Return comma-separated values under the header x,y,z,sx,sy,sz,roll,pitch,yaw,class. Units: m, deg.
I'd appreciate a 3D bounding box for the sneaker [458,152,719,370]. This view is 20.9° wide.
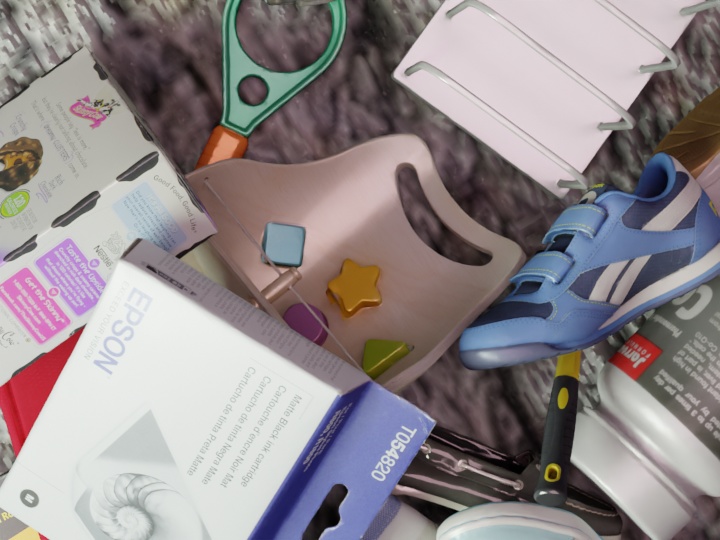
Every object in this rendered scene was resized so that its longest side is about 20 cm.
x,y,z,sx,sy,sz,roll,pitch,yaw,class
0.134,-0.003,1.176,0.200,0.074,0.082,-28,101,-26,sneaker

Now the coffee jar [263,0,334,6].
x,y,z,sx,sy,sz,roll,pitch,yaw,class
-0.038,-0.271,1.202,0.085,0.104,0.200,-11,86,-11,coffee jar

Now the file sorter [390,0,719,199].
x,y,z,sx,sy,sz,roll,pitch,yaw,class
0.138,-0.165,1.217,0.139,0.125,0.200,36,89,-5,file sorter

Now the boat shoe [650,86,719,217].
x,y,z,sx,sy,sz,roll,pitch,yaw,class
0.274,-0.104,1.263,0.200,0.071,0.069,-41,121,-9,boat shoe

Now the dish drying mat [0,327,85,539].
x,y,z,sx,sy,sz,roll,pitch,yaw,class
-0.186,0.081,1.216,0.077,0.018,0.200,-19,75,-2,dish drying mat

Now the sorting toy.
x,y,z,sx,sy,sz,roll,pitch,yaw,class
0.000,0.000,1.219,0.180,0.107,0.200,-34,65,-14,sorting toy

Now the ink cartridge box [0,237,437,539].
x,y,z,sx,sy,sz,roll,pitch,yaw,class
-0.088,0.111,1.123,0.200,0.041,0.200,30,119,1,ink cartridge box

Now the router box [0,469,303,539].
x,y,z,sx,sy,sz,roll,pitch,yaw,class
-0.149,0.171,1.244,0.200,0.051,0.149,-27,91,-3,router box

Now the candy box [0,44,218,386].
x,y,z,sx,sy,sz,roll,pitch,yaw,class
-0.205,-0.025,1.171,0.200,0.168,0.072,-36,126,-2,candy box

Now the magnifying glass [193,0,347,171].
x,y,z,sx,sy,sz,roll,pitch,yaw,class
-0.073,-0.108,1.255,0.080,0.022,0.200,25,91,-5,magnifying glass

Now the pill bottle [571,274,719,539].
x,y,z,sx,sy,sz,roll,pitch,yaw,class
0.224,0.069,1.237,0.114,0.114,0.200,44,89,-5,pill bottle

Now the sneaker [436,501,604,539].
x,y,z,sx,sy,sz,roll,pitch,yaw,class
0.130,0.228,1.196,0.200,0.131,0.080,29,129,-30,sneaker

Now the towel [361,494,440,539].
x,y,z,sx,sy,sz,roll,pitch,yaw,class
0.040,0.245,1.251,0.200,0.024,0.147,37,89,-23,towel

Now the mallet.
x,y,z,sx,sy,sz,roll,pitch,yaw,class
0.138,0.064,1.206,0.066,0.200,0.041,0,135,5,mallet

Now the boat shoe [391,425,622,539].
x,y,z,sx,sy,sz,roll,pitch,yaw,class
0.077,0.127,1.252,0.200,0.067,0.057,15,96,-1,boat shoe
